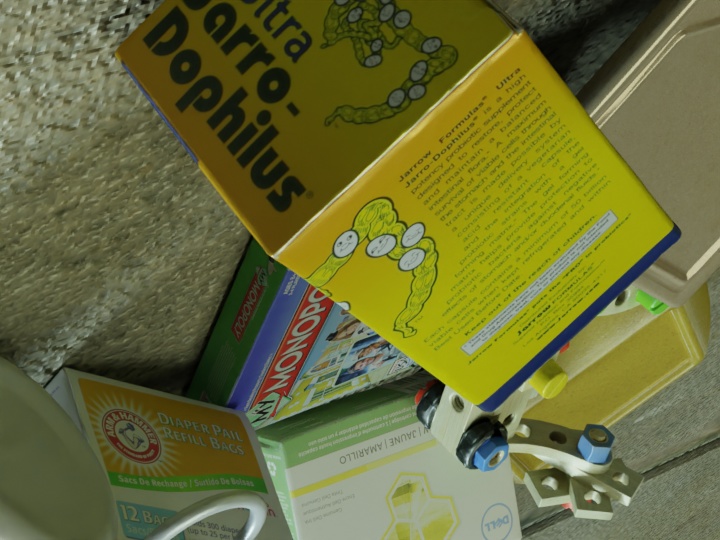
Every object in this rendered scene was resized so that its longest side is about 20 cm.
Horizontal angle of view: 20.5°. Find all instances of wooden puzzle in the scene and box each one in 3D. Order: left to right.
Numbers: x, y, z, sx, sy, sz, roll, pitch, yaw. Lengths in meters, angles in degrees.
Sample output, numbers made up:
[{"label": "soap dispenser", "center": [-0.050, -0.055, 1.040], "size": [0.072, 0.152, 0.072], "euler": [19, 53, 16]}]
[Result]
[{"label": "wooden puzzle", "center": [0.161, -0.077, 0.907], "size": [0.185, 0.037, 0.199], "euler": [-48, 146, 15]}]

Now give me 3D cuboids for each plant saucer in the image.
[{"label": "plant saucer", "center": [0.132, 0.060, 1.207], "size": [0.199, 0.049, 0.200], "euler": [-35, 158, 4]}]

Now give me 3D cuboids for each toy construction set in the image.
[{"label": "toy construction set", "center": [0.103, 0.043, 1.044], "size": [0.130, 0.092, 0.202], "euler": [-20, 126, -37]}]

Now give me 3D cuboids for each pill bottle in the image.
[{"label": "pill bottle", "center": [-0.203, 0.131, 0.799], "size": [0.200, 0.116, 0.116], "euler": [-41, 157, 15]}]

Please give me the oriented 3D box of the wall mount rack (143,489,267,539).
[{"label": "wall mount rack", "center": [-0.066, 0.176, 0.842], "size": [0.173, 0.075, 0.200], "euler": [-3, 141, -44]}]

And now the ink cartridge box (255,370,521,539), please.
[{"label": "ink cartridge box", "center": [0.021, 0.165, 1.091], "size": [0.145, 0.202, 0.048], "euler": [-16, -168, -31]}]

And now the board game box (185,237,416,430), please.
[{"label": "board game box", "center": [0.000, 0.000, 0.932], "size": [0.134, 0.029, 0.201], "euler": [-20, 154, -33]}]

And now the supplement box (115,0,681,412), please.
[{"label": "supplement box", "center": [0.021, -0.044, 0.730], "size": [0.109, 0.109, 0.200], "euler": [-43, 150, 5]}]

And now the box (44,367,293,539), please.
[{"label": "box", "center": [-0.136, 0.153, 0.921], "size": [0.112, 0.102, 0.200], "euler": [18, 126, -41]}]
